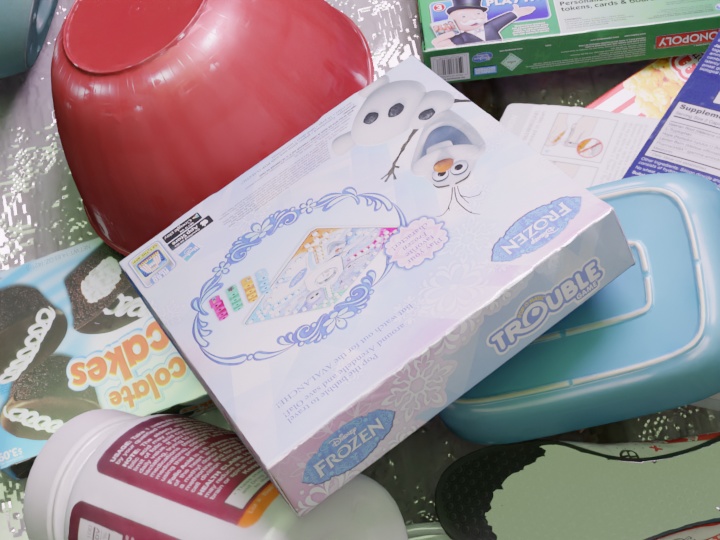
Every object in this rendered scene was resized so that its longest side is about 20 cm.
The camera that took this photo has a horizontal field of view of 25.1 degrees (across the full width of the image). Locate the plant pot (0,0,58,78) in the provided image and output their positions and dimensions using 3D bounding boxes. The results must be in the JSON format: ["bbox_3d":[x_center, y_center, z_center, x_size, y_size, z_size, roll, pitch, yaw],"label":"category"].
[{"bbox_3d":[-0.259,-0.202,0.969,0.159,0.201,0.203,16,72,-6],"label":"plant pot"}]

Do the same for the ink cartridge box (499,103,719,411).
[{"bbox_3d":[0.150,-0.012,0.889,0.198,0.047,0.161,10,55,26],"label":"ink cartridge box"}]

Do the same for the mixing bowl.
[{"bbox_3d":[-0.103,-0.116,0.928,0.198,0.109,0.202,-15,51,19],"label":"mixing bowl"}]

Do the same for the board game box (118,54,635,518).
[{"bbox_3d":[0.000,-0.003,0.807,0.199,0.044,0.199,-36,38,-7],"label":"board game box"}]

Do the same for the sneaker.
[{"bbox_3d":[0.142,0.128,0.870,0.199,0.108,0.068,-8,71,3],"label":"sneaker"}]

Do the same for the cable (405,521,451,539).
[{"bbox_3d":[0.040,0.240,0.858,0.199,0.069,0.200,38,77,16],"label":"cable"}]

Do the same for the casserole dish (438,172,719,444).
[{"bbox_3d":[0.105,0.017,0.816,0.198,0.039,0.123,-15,71,25],"label":"casserole dish"}]

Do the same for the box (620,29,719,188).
[{"bbox_3d":[0.224,-0.073,0.865,0.120,0.033,0.201,21,61,29],"label":"box"}]

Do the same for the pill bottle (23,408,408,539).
[{"bbox_3d":[-0.081,0.139,0.836,0.199,0.114,0.115,12,68,44],"label":"pill bottle"}]

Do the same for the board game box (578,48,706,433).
[{"bbox_3d":[0.165,-0.025,0.952,0.199,0.046,0.152,-34,71,-8],"label":"board game box"}]

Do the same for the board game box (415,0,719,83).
[{"bbox_3d":[0.132,-0.178,0.991,0.197,0.029,0.136,-6,46,2],"label":"board game box"}]

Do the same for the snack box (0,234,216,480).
[{"bbox_3d":[-0.130,0.034,0.956,0.198,0.037,0.117,-20,71,-3],"label":"snack box"}]
